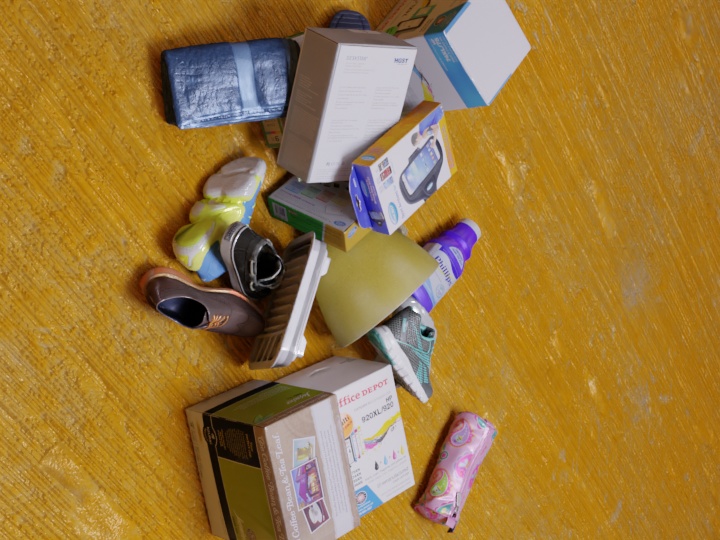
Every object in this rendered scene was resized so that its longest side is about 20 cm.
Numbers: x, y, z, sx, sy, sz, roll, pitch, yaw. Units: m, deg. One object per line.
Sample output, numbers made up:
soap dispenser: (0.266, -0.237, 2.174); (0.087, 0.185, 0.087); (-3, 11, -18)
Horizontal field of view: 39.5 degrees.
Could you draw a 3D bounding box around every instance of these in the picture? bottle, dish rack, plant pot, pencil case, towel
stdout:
bottle: (0.135, -0.011, 1.716); (0.200, 0.065, 0.084); (-46, 119, -30)
dish rack: (-0.098, 0.051, 1.439); (0.043, 0.172, 0.201); (19, 77, -16)
plant pot: (0.000, 0.000, 1.535); (0.142, 0.200, 0.200); (49, 58, -2)
pencil case: (0.169, 0.349, 1.754); (0.087, 0.087, 0.201); (42, 64, -35)
towel: (-0.174, -0.261, 1.391); (0.199, 0.049, 0.112); (-10, 103, -20)

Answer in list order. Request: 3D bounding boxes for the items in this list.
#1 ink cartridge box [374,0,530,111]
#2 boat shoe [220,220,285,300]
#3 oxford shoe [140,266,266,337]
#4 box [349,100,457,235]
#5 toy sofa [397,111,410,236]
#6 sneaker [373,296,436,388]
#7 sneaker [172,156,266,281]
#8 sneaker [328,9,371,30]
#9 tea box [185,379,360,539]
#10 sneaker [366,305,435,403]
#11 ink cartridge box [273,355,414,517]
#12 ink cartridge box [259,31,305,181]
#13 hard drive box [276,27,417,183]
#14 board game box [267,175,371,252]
ink cartridge box: (0.133, -0.354, 1.608); (0.146, 0.199, 0.147); (52, 60, -29)
boat shoe: (-0.143, 0.000, 1.408); (0.071, 0.063, 0.200); (-61, 164, -15)
oxford shoe: (-0.212, 0.063, 1.390); (0.199, 0.073, 0.071); (21, 113, -35)
box: (0.061, -0.144, 1.450); (0.200, 0.041, 0.120); (-46, 133, -33)
toy sofa: (0.069, -0.152, 1.628); (0.098, 0.082, 0.201); (42, 65, -48)
sneaker: (0.064, 0.126, 1.621); (0.099, 0.078, 0.201); (-30, 137, -27)
sneaker: (-0.191, -0.068, 1.431); (0.200, 0.075, 0.105); (-54, 144, -28)
sneaker: (-0.023, -0.309, 1.563); (0.073, 0.082, 0.201); (3, 73, -11)
tea box: (-0.124, 0.276, 1.411); (0.133, 0.196, 0.201); (-20, 106, -39)
sneaker: (0.086, 0.130, 1.551); (0.091, 0.078, 0.200); (-41, 140, -10)
ink cartridge box: (-0.031, 0.250, 1.528); (0.147, 0.144, 0.201); (-21, 105, -38)
ink cartridge box: (-0.097, -0.244, 1.499); (0.104, 0.059, 0.201); (-28, 110, -35)
hard drive box: (-0.019, -0.233, 1.419); (0.155, 0.077, 0.201); (-8, 122, -43)
board game box: (-0.018, -0.125, 1.516); (0.200, 0.153, 0.040); (-42, 143, -32)
